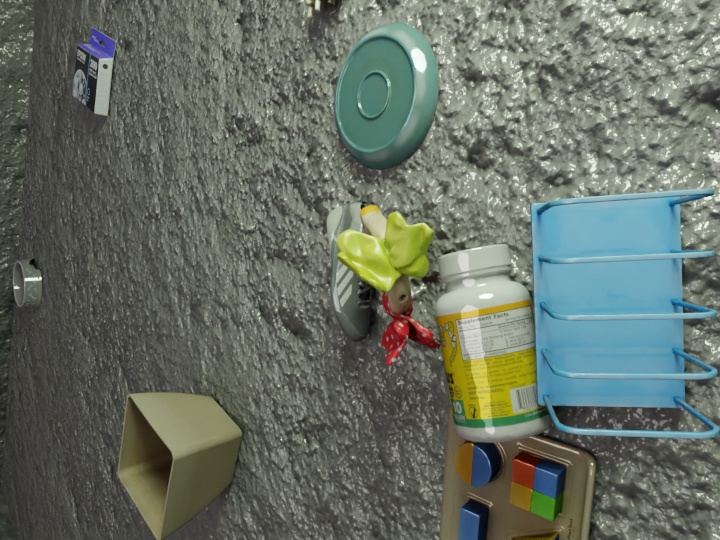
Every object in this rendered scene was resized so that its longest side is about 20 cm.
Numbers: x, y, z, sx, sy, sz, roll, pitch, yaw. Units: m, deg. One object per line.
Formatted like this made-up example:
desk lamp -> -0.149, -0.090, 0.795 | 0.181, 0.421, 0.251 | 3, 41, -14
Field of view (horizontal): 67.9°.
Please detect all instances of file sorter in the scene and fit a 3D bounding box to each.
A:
file sorter -> 0.231, 0.035, 0.480 | 0.135, 0.123, 0.206 | -2, 92, 14

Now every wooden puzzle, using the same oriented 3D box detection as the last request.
wooden puzzle -> 0.172, 0.283, 0.643 | 0.197, 0.046, 0.190 | 10, 100, 44

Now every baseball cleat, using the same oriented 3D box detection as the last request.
baseball cleat -> 0.000, 0.000, 0.779 | 0.105, 0.069, 0.205 | -13, 87, 37

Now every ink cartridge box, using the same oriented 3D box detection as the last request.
ink cartridge box -> -0.748, -0.563, 1.497 | 0.197, 0.043, 0.204 | 35, 115, 38

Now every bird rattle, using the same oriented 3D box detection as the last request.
bird rattle -> 0.044, 0.006, 0.678 | 0.111, 0.202, 0.165 | -23, 42, 2

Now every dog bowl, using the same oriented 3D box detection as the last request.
dog bowl -> -1.287, 0.050, 2.060 | 0.197, 0.058, 0.206 | 3, 94, 44

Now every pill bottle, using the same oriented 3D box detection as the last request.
pill bottle -> 0.145, 0.079, 0.609 | 0.111, 0.111, 0.205 | -14, 84, 44

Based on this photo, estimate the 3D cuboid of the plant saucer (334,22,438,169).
plant saucer -> 0.025, -0.249, 0.765 | 0.197, 0.027, 0.206 | 5, 96, 44

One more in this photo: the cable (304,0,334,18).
cable -> -0.055, -0.495, 0.809 | 0.096, 0.050, 0.205 | -9, 88, 43

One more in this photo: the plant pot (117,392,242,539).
plant pot -> -0.354, 0.366, 1.076 | 0.198, 0.175, 0.204 | 31, 114, 38
